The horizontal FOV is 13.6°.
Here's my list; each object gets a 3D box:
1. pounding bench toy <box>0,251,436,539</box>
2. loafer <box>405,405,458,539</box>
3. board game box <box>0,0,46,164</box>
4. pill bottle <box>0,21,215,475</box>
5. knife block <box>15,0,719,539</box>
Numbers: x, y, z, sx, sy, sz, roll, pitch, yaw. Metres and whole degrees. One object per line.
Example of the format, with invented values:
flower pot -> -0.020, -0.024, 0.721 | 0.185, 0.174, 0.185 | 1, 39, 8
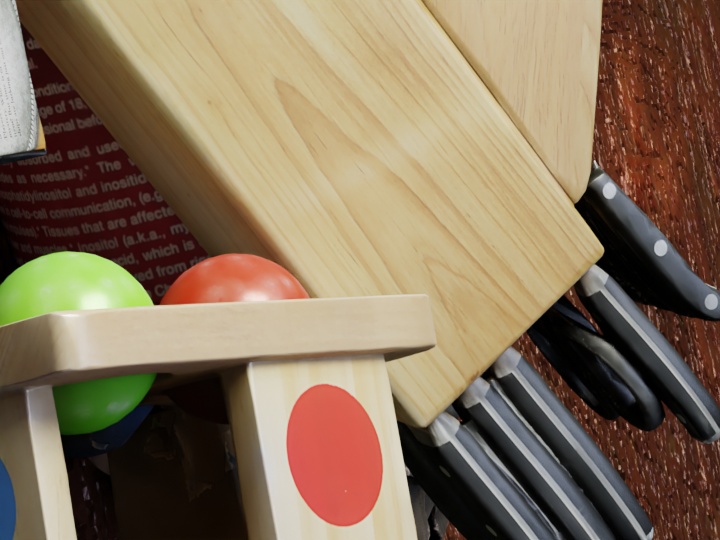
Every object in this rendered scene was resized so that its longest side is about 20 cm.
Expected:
pounding bench toy -> -0.081, 0.079, 0.665 | 0.200, 0.124, 0.157 | -2, 80, -51
loafer -> -0.005, 0.069, 0.953 | 0.200, 0.073, 0.072 | 2, 76, -69
board game box -> -0.129, -0.115, 0.634 | 0.135, 0.035, 0.201 | -17, 96, -70
pill bottle -> -0.053, -0.051, 0.833 | 0.113, 0.113, 0.201 | -53, 129, -64
knife block -> 0.000, 0.000, 0.767 | 0.199, 0.064, 0.176 | 2, 95, -27
